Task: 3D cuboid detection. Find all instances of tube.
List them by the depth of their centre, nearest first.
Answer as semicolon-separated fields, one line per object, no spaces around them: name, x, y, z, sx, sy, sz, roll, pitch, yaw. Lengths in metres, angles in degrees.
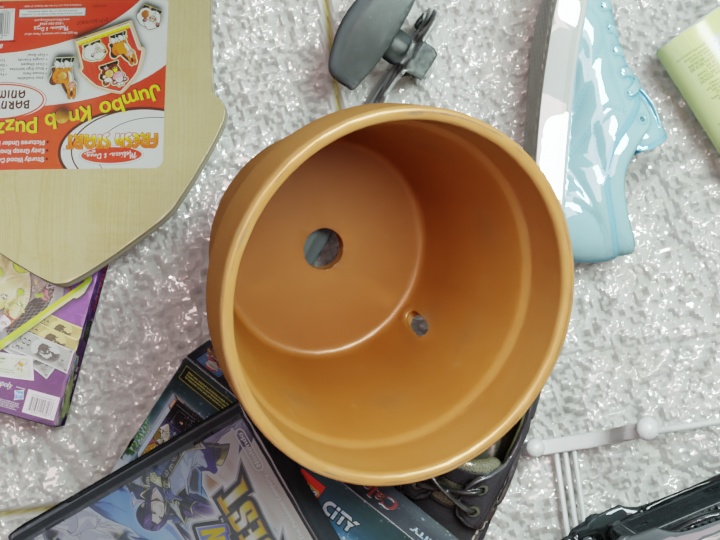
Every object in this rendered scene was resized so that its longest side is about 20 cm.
tube;0.251;-0.062;1.017;0.058;0.052;0.201;-37;86;41

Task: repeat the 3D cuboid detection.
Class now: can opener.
can opener;-0.014;-0.080;1.028;0.066;0.053;0.201;29;90;-10

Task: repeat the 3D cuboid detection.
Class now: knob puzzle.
knob puzzle;-0.177;-0.087;1.044;0.217;0.030;0.222;-1;77;5

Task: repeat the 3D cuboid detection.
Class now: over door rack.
over door rack;0.201;0.155;0.988;0.198;0.067;0.149;-9;85;3

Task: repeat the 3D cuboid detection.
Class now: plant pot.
plant pot;0.000;0.000;0.943;0.198;0.140;0.202;-5;105;-19

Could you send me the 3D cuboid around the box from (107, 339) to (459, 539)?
box;-0.052;0.157;0.992;0.199;0.038;0.137;38;111;7

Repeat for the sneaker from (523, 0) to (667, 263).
sneaker;0.142;-0.103;1.018;0.081;0.074;0.202;5;93;-5

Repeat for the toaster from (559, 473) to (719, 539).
toaster;0.199;0.174;0.900;0.198;0.114;0.130;-22;89;-4

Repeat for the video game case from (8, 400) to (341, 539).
video game case;-0.083;0.198;0.977;0.180;0.025;0.201;-30;92;23

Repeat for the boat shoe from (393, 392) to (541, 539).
boat shoe;0.057;0.108;1.000;0.071;0.065;0.202;25;90;2

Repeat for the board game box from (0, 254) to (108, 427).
board game box;-0.261;0.013;1.049;0.198;0.032;0.121;16;90;4
